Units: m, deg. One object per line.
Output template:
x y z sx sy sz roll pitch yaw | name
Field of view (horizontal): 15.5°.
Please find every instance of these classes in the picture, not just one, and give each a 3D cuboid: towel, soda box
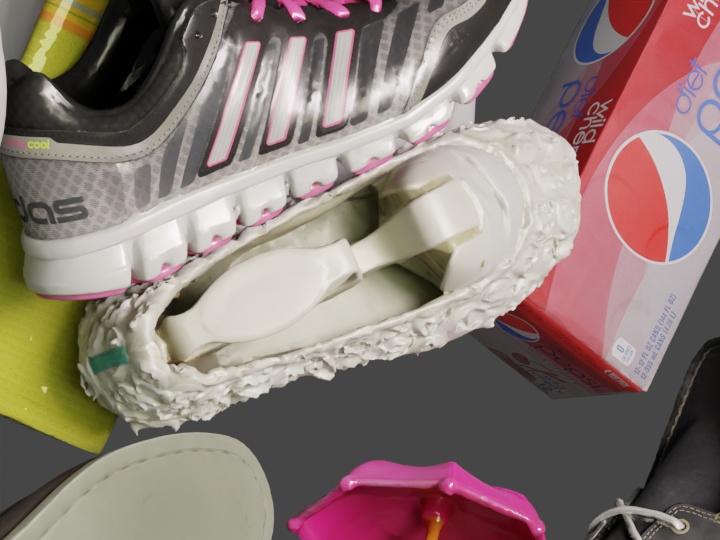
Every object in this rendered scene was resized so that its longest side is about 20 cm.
-0.084 -0.045 0.895 0.086 0.018 0.201 25 86 -25 | towel
0.109 -0.052 1.008 0.070 0.063 0.201 36 69 -22 | soda box

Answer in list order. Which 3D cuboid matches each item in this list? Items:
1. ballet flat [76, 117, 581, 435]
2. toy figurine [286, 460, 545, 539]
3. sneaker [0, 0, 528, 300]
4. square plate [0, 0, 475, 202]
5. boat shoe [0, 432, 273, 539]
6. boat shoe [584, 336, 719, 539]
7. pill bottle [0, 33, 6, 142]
0.000 0.000 0.889 0.199 0.072 0.072 -26 98 -20 | ballet flat
0.022 0.149 0.882 0.199 0.184 0.151 -20 138 -20 | toy figurine
-0.036 -0.071 0.862 0.199 0.074 0.088 -30 115 -13 | sneaker
-0.032 -0.121 0.953 0.199 0.028 0.200 12 79 -29 | square plate
-0.107 0.109 0.861 0.201 0.060 0.072 -30 101 -48 | boat shoe
0.116 0.112 0.989 0.067 0.072 0.201 28 74 -29 | boat shoe
-0.217 -0.056 0.790 0.199 0.113 0.114 -15 93 -30 | pill bottle
